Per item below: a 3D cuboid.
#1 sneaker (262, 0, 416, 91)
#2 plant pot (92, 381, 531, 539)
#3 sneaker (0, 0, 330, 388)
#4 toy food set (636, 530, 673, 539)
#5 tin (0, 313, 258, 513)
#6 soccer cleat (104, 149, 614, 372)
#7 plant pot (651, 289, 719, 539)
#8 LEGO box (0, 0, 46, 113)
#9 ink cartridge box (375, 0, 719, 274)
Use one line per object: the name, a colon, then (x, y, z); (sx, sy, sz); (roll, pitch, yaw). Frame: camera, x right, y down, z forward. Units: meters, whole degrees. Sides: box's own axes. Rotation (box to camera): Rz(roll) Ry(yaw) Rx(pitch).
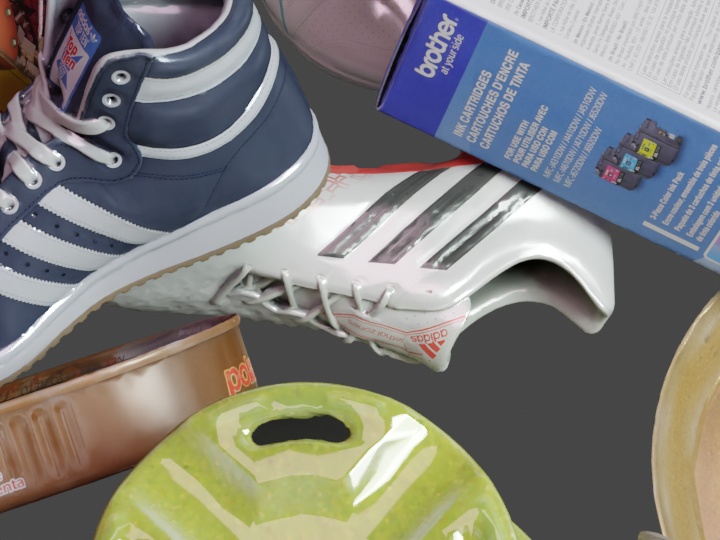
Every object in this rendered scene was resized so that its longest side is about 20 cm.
sneaker: (-0.025, -0.147, 0.917); (0.070, 0.080, 0.200); (-42, 74, -16)
plant pot: (-0.014, 0.127, 0.746); (0.198, 0.185, 0.202); (-1, 67, 2)
sneaker: (-0.112, -0.033, 0.778); (0.199, 0.109, 0.070); (-28, 49, -9)
toy food set: (0.180, 0.176, 0.777); (0.198, 0.060, 0.145); (10, 91, 1)
tin: (-0.130, 0.062, 0.803); (0.198, 0.112, 0.042); (-18, 89, 10)
soccer cleat: (0.000, 0.000, 0.859); (0.198, 0.069, 0.086); (-9, 66, -11)
plant pot: (0.205, 0.077, 0.845); (0.198, 0.028, 0.202); (-1, 67, 2)
LEGO box: (-0.190, -0.125, 0.873); (0.198, 0.077, 0.150); (-4, 65, 27)
ink cartridge box: (0.094, -0.096, 0.857); (0.199, 0.077, 0.137); (27, 51, -1)
